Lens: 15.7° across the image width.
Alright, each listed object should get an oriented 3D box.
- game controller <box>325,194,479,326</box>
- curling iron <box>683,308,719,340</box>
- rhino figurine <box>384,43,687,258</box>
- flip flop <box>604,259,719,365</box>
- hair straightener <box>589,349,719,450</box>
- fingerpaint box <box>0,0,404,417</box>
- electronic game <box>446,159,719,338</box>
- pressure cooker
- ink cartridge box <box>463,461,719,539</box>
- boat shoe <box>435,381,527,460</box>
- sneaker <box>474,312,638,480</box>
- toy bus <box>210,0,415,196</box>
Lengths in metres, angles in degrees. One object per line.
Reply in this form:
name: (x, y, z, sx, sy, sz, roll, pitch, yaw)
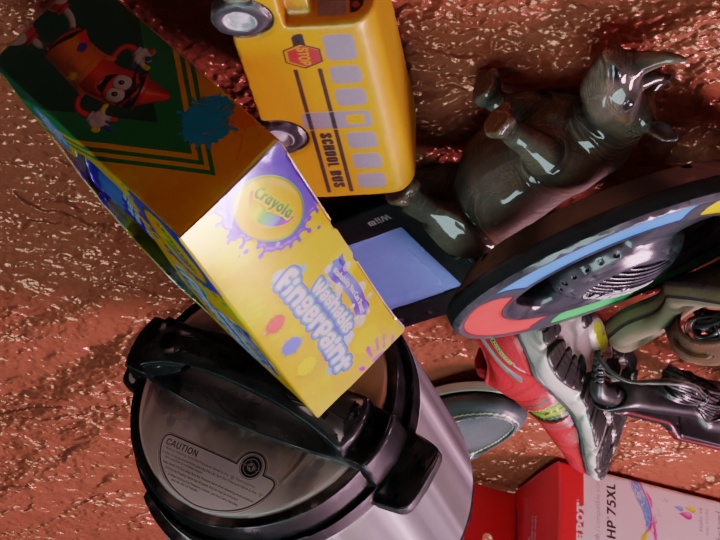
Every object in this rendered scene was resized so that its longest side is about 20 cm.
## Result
game controller: (0.000, 0.000, 1.538, 0.199, 0.042, 0.104, -19, 144, 33)
curling iron: (0.254, -0.003, 1.518, 0.050, 0.026, 0.200, 46, 139, 1)
rhino figurine: (0.096, -0.069, 1.389, 0.087, 0.060, 0.199, 31, 134, -33)
flip flop: (0.200, 0.027, 1.493, 0.081, 0.058, 0.200, -21, 175, -22)
hair straightener: (0.209, 0.073, 1.618, 0.077, 0.041, 0.199, -20, 154, 33)
fingerpaint box: (-0.082, -0.035, 1.354, 0.073, 0.167, 0.200, -44, 147, -7)
electronic game: (0.141, -0.008, 1.440, 0.199, 0.042, 0.200, -20, 168, -5)
pressure cooker: (-0.039, 0.098, 1.502, 0.175, 0.180, 0.200, -19, 146, 8)
ink cartridge box: (0.171, 0.208, 1.815, 0.199, 0.117, 0.067, 15, 150, -21)
boat shoe: (0.042, 0.130, 1.744, 0.072, 0.062, 0.199, 24, 145, -32)
sneaker: (0.115, 0.060, 1.625, 0.084, 0.077, 0.200, 10, 151, 28)
toy bus: (-0.022, -0.114, 1.312, 0.078, 0.066, 0.200, -2, 150, 8)
